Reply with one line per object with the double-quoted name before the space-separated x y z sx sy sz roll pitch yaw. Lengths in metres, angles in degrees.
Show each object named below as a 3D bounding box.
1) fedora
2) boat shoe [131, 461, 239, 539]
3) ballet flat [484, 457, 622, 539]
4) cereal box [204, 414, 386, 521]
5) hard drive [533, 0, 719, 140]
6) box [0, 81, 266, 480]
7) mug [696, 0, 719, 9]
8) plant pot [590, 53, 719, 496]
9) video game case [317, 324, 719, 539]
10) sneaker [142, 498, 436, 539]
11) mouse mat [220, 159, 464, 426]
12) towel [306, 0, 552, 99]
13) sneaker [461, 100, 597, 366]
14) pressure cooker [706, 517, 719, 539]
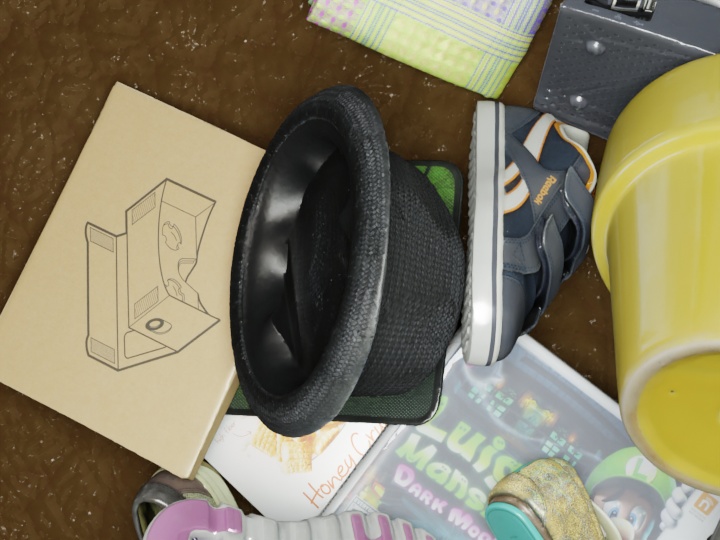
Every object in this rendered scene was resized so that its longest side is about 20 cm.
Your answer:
"fedora" 0.000 0.000 1.273 0.091 0.200 0.202 13 91 -28
"boat shoe" -0.081 0.212 1.357 0.072 0.066 0.202 -27 91 31
"ballet flat" 0.141 0.198 1.313 0.070 0.071 0.201 -26 103 6
"cereal box" -0.012 0.096 1.377 0.200 0.040 0.144 42 93 5
"hard drive" 0.206 -0.103 1.313 0.199 0.135 0.043 21 66 5
"box" -0.126 0.004 1.372 0.163 0.021 0.201 25 86 23
"mug" 0.237 -0.189 1.312 0.175 0.148 0.200 41 124 -5
"plant pot" 0.218 0.014 1.228 0.199 0.201 0.190 11 48 7
"video game case" 0.096 0.149 1.339 0.200 0.023 0.182 37 94 -9
"sneaker" -0.034 0.188 1.294 0.199 0.089 0.081 10 52 -11
"mouse mat" -0.038 0.010 1.353 0.199 0.008 0.162 1 77 23
"towel" 0.067 -0.217 1.347 0.143 0.023 0.201 22 104 -10
"sneaker" 0.100 -0.025 1.303 0.079 0.079 0.201 7 46 0
"pressure cooker" 0.283 0.173 1.259 0.175 0.200 0.179 25 131 10
